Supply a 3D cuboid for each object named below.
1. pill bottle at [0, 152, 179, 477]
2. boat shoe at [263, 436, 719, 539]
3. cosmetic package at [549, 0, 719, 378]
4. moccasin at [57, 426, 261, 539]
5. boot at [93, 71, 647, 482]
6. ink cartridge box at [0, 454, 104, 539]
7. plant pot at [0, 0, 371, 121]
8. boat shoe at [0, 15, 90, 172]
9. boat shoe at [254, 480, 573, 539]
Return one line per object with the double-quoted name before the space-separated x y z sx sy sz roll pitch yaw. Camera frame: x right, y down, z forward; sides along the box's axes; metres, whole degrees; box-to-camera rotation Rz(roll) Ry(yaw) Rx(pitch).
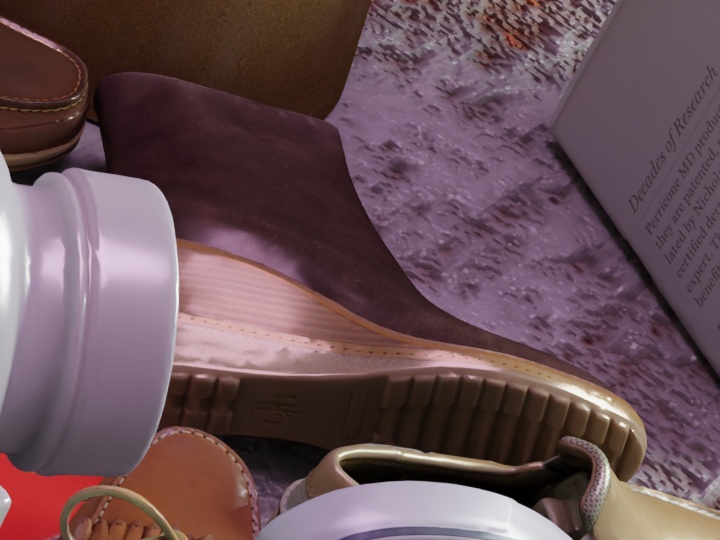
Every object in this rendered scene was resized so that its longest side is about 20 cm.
"pill bottle" -0.153 0.007 0.754 0.200 0.111 0.111 6 39 -21
"boat shoe" 0.066 0.090 0.956 0.200 0.076 0.072 4 41 -31
"cosmetic package" 0.214 -0.051 1.159 0.165 0.165 0.200 0 43 -35
"moccasin" -0.067 0.110 0.837 0.074 0.078 0.201 31 35 -1
"boot" 0.000 0.000 1.030 0.200 0.072 0.166 12 39 -15
"ink cartridge box" -0.182 0.022 0.906 0.200 0.045 0.176 42 38 19
"plant pot" -0.056 -0.182 1.119 0.186 0.200 0.186 17 37 -13
"boat shoe" -0.187 -0.090 1.026 0.200 0.068 0.072 17 36 -15
"boat shoe" 0.048 0.132 0.868 0.202 0.075 0.086 33 31 -44
